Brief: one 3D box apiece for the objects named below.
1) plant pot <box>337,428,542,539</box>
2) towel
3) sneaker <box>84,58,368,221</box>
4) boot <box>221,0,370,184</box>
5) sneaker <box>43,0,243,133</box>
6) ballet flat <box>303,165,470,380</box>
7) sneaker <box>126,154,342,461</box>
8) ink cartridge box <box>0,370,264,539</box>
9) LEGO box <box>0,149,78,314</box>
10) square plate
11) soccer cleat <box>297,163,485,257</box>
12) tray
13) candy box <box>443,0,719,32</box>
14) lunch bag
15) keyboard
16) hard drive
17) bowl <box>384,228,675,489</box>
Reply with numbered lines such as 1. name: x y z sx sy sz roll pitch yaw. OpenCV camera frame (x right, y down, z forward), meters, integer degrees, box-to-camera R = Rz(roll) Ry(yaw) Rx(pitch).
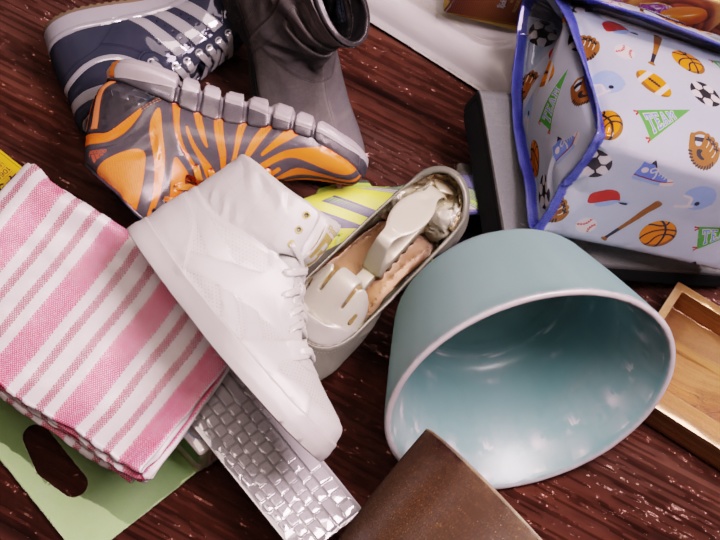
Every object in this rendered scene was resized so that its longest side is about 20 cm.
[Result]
1. plant pot: 0.031 0.235 0.912 0.200 0.187 0.187 -42 75 -6
2. towel: -0.185 0.032 0.975 0.200 0.030 0.146 34 66 0
3. sneaker: -0.101 -0.068 1.042 0.200 0.078 0.112 17 80 2
4. boot: -0.033 -0.156 1.064 0.070 0.132 0.200 -34 104 -26
5. sneaker: -0.135 -0.160 1.124 0.200 0.070 0.109 -14 65 -7
6. ballet flat: 0.000 0.000 1.009 0.067 0.064 0.200 42 74 11
7. sneaker: -0.049 0.016 0.949 0.116 0.074 0.200 -37 79 -6
8. ink cartridge box: -0.156 0.083 1.022 0.200 0.048 0.146 -37 74 -22
9. LEGO box: -0.307 0.007 1.024 0.149 0.077 0.200 37 67 12
10. square plate: 0.092 -0.260 1.217 0.198 0.028 0.200 34 66 9
11. soccer cleat: 0.015 -0.023 1.075 0.200 0.065 0.084 -14 56 -14
12. tray: 0.289 0.104 1.063 0.200 0.037 0.099 33 66 10
13. candy box: 0.177 -0.224 1.136 0.200 0.117 0.057 13 70 -14
14. lunch bag: 0.203 -0.119 1.053 0.170 0.124 0.200 14 46 -19
15. keyboard: -0.082 0.102 0.991 0.056 0.011 0.200 -36 76 -20
16. hard drive: 0.181 -0.060 1.101 0.200 0.033 0.140 4 63 -23
17. bowl: 0.101 0.048 1.000 0.201 0.201 0.105 -10 47 -10
